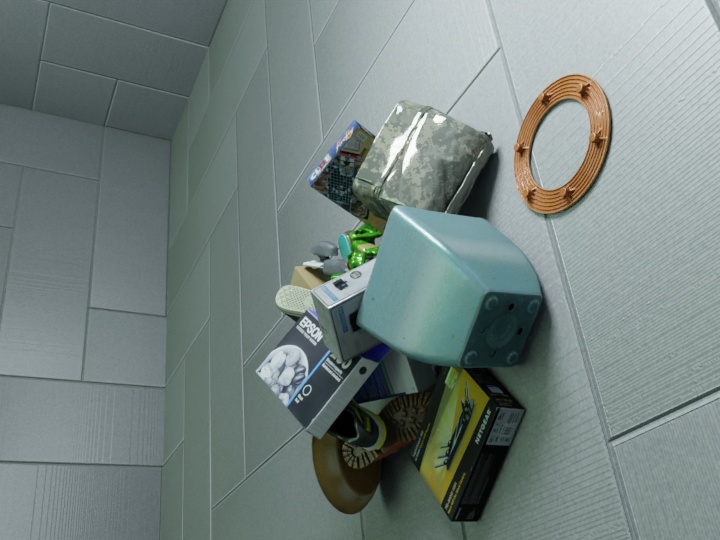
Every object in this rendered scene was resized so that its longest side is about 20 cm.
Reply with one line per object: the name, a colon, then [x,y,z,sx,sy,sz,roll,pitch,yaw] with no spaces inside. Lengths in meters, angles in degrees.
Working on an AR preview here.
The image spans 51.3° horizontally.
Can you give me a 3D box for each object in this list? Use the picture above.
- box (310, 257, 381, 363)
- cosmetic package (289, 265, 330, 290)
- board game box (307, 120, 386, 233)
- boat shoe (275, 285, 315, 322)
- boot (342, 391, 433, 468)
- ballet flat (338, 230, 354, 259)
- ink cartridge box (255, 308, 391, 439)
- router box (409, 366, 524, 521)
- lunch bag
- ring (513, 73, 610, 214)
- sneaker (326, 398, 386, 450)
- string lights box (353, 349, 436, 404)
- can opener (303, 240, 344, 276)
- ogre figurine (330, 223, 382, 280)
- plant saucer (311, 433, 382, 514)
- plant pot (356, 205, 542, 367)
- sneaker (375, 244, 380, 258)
box: [0.030,0.046,1.185,0.060,0.199,0.117,39,148,49]
cosmetic package: [-0.073,0.083,1.503,0.200,0.071,0.106,47,130,47]
board game box: [0.021,-0.158,1.343,0.136,0.199,0.035,-48,35,14]
boat shoe: [-0.065,0.081,1.376,0.199,0.062,0.075,17,69,28]
boot: [0.069,0.267,1.290,0.199,0.107,0.075,-35,70,21]
ballet flat: [0.004,0.017,1.504,0.068,0.068,0.202,-14,81,61]
ink cartridge box: [-0.062,0.146,1.251,0.200,0.043,0.198,-50,39,-5]
router box: [0.156,0.250,1.141,0.157,0.052,0.201,49,125,58]
lunch bag: [0.107,-0.156,1.225,0.167,0.139,0.201,25,79,39]
ring: [0.277,-0.181,1.068,0.200,0.019,0.202,-31,55,57]
sneaker: [-0.047,0.228,1.253,0.199,0.084,0.075,26,90,31]
string lights box: [0.024,0.168,1.286,0.199,0.059,0.104,-19,88,42]
can opener: [-0.048,-0.023,1.469,0.199,0.053,0.068,5,98,56]
ogre figurine: [0.000,0.000,1.297,0.200,0.097,0.121,-125,39,-63]
plant saucer: [-0.013,0.329,1.341,0.035,0.200,0.202,-18,62,30]
plant pot: [0.145,0.043,1.090,0.200,0.195,0.198,40,118,49]
sneaker: [0.077,-0.010,1.351,0.200,0.083,0.122,133,144,-60]
